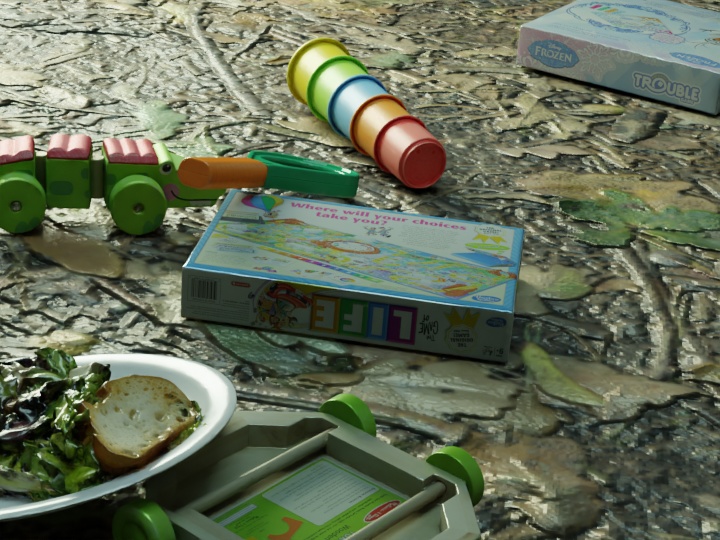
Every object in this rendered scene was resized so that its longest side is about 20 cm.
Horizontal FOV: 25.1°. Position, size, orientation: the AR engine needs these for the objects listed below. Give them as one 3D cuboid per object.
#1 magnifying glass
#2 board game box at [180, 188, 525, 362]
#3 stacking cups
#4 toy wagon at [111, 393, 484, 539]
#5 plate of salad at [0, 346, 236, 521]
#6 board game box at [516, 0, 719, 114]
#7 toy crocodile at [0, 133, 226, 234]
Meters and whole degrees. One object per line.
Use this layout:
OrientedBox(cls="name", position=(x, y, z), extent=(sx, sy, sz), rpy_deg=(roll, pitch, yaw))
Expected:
OrientedBox(cls="magnifying glass", position=(-0.063, -0.065, 1.094), extent=(0.079, 0.023, 0.200), rpy_deg=(16, 8, 22))
OrientedBox(cls="board game box", position=(0.000, 0.000, 1.010), extent=(0.198, 0.035, 0.135), rpy_deg=(8, 24, 6))
OrientedBox(cls="stacking cups", position=(0.005, -0.116, 1.258), extent=(0.060, 0.061, 0.200), rpy_deg=(-6, 32, -24))
OrientedBox(cls="toy wagon", position=(-0.009, 0.120, 0.737), extent=(0.199, 0.040, 0.155), rpy_deg=(23, 30, 34))
OrientedBox(cls="plate of salad", position=(-0.158, 0.068, 0.771), extent=(0.198, 0.048, 0.200), rpy_deg=(-8, 18, 2))
OrientedBox(cls="board game box", position=(0.279, -0.211, 1.527), extent=(0.199, 0.044, 0.199), rpy_deg=(19, 27, 26))
OrientedBox(cls="toy crocodile", position=(-0.189, -0.065, 1.081), extent=(0.198, 0.062, 0.068), rpy_deg=(0, 25, -12))
